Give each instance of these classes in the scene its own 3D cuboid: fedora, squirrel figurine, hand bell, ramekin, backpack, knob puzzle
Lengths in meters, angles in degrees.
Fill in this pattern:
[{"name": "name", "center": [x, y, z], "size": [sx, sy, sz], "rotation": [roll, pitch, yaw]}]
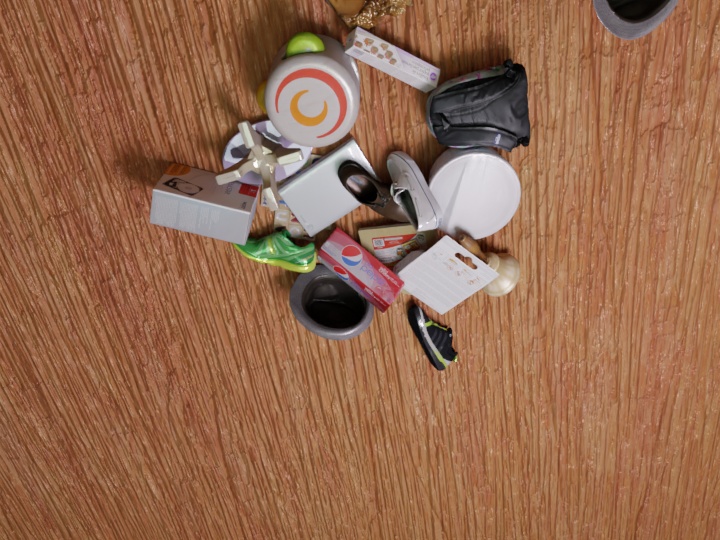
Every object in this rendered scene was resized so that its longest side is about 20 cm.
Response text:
[{"name": "fedora", "center": [0.495, -0.531, 1.141], "size": [0.174, 0.091, 0.202], "rotation": [27, 109, -17]}, {"name": "squirrel figurine", "center": [0.009, -0.544, 1.123], "size": [0.187, 0.142, 0.199], "rotation": [-44, 126, 10]}, {"name": "hand bell", "center": [0.262, -0.027, 1.367], "size": [0.103, 0.106, 0.199], "rotation": [-36, 141, 18]}, {"name": "ramekin", "center": [0.230, -0.175, 1.327], "size": [0.196, 0.095, 0.206], "rotation": [-2, 125, -2]}, {"name": "fedora", "center": [-0.065, 0.089, 1.456], "size": [0.195, 0.180, 0.091], "rotation": [18, 149, 7]}, {"name": "backpack", "center": [0.227, -0.312, 1.239], "size": [0.194, 0.127, 0.171], "rotation": [-9, 104, 5]}, {"name": "knob puzzle", "center": [0.100, -0.028, 1.448], "size": [0.213, 0.031, 0.223], "rotation": [5, 131, 6]}]

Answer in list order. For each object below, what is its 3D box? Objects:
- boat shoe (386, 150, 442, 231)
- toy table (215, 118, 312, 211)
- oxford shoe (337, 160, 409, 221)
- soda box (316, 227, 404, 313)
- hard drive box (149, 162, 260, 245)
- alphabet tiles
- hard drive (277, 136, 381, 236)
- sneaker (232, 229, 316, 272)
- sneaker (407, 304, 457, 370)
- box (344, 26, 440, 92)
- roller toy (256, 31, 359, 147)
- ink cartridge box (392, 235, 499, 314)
[{"name": "boat shoe", "center": [0.095, -0.165, 1.283], "size": [0.064, 0.202, 0.074], "rotation": [-16, 146, -23]}, {"name": "toy table", "center": [-0.196, -0.229, 1.279], "size": [0.196, 0.118, 0.186], "rotation": [-26, 115, 13]}, {"name": "oxford shoe", "center": [0.039, -0.149, 1.323], "size": [0.197, 0.085, 0.073], "rotation": [26, 112, -21]}, {"name": "soda box", "center": [0.000, 0.000, 1.396], "size": [0.199, 0.070, 0.064], "rotation": [38, 155, 2]}, {"name": "hard drive box", "center": [-0.319, -0.141, 1.311], "size": [0.195, 0.157, 0.078], "rotation": [13, 118, -9]}, {"name": "alphabet tiles", "center": [-0.137, -0.162, 1.386], "size": [0.162, 0.008, 0.204], "rotation": [7, 118, -5]}, {"name": "hard drive", "center": [-0.063, -0.177, 1.360], "size": [0.197, 0.026, 0.133], "rotation": [-31, 118, 11]}, {"name": "sneaker", "center": [-0.191, -0.054, 1.415], "size": [0.195, 0.074, 0.086], "rotation": [13, 95, 0]}, {"name": "sneaker", "center": [0.182, 0.153, 1.546], "size": [0.082, 0.072, 0.203], "rotation": [-33, 118, -10]}, {"name": "box", "center": [0.063, -0.400, 1.201], "size": [0.196, 0.041, 0.040], "rotation": [17, 82, -28]}, {"name": "roller toy", "center": [-0.091, -0.345, 1.209], "size": [0.180, 0.142, 0.200], "rotation": [29, 124, -21]}, {"name": "ink cartridge box", "center": [0.184, 0.001, 1.391], "size": [0.160, 0.051, 0.200], "rotation": [33, 134, -17]}]
